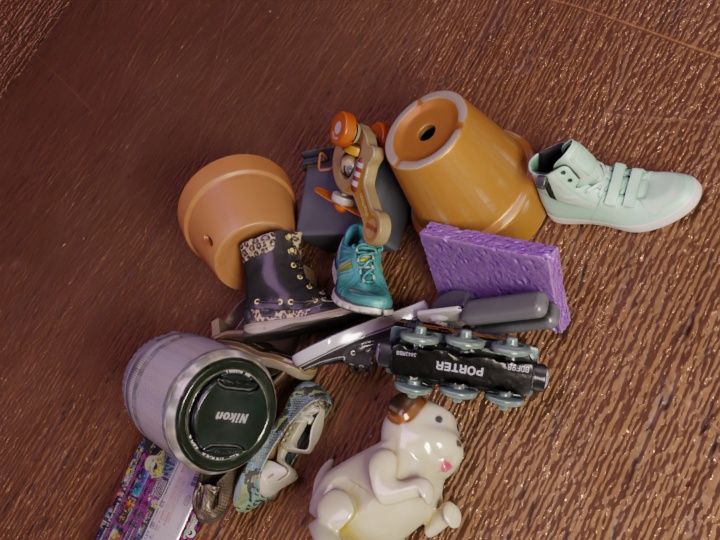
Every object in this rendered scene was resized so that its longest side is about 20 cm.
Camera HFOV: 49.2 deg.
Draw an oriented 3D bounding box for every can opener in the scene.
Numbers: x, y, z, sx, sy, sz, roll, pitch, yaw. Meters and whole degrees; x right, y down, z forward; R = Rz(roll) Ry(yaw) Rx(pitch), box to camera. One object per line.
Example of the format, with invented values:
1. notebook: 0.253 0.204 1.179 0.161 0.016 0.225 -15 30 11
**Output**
1. can opener: 0.151 0.047 0.963 0.199 0.052 0.067 -7 56 48

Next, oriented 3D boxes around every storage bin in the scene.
1. storage bin: -0.013 -0.107 1.207 0.198 0.145 0.136 0 71 40

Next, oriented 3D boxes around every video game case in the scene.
1. video game case: -0.304 0.353 1.182 0.180 0.036 0.202 5 64 40

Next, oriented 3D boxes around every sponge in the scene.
1. sponge: 0.167 0.006 0.985 0.199 0.113 0.030 16 47 44

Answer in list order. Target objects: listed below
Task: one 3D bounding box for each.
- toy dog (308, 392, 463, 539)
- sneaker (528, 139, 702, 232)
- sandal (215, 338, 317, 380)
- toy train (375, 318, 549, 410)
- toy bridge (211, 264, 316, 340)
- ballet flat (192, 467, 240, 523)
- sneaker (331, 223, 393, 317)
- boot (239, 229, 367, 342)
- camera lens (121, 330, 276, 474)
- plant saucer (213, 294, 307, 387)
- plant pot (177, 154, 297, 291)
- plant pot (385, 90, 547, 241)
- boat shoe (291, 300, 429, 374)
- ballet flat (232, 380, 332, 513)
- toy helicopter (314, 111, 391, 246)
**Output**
1. toy dog: 0.043 0.245 0.920 0.201 0.139 0.194 -50 23 -3
2. sneaker: 0.299 -0.108 0.951 0.198 0.118 0.075 0 59 38
3. sandal: -0.145 0.137 1.148 0.198 0.080 0.055 14 92 40
4. toy train: 0.118 0.103 0.919 0.197 0.114 0.087 7 99 8
5. toy bridge: -0.153 0.068 1.226 0.199 0.027 0.068 -31 46 18
6. ballet flat: -0.197 0.264 1.103 0.066 0.047 0.201 -1 30 6
7. sneaker: 0.000 0.000 1.053 0.200 0.076 0.081 -115 36 -61
8. boot: -0.084 0.016 1.153 0.197 0.073 0.153 -13 72 7
9. camera lens: -0.220 0.174 1.064 0.199 0.160 0.161 10 67 52
10. plant saucer: -0.158 0.114 1.239 0.198 0.029 0.202 -21 50 27
11. plant pot: -0.183 -0.064 1.263 0.199 0.200 0.141 -39 45 10
12. plant pot: 0.132 -0.135 1.061 0.198 0.183 0.202 -21 49 26
13. boat shoe: 0.008 0.104 1.057 0.198 0.070 0.067 -21 87 -1
14. ballet flat: -0.102 0.246 1.070 0.074 0.074 0.202 18 74 45
15. toy helicopter: -0.003 -0.109 1.076 0.133 0.078 0.202 -51 42 38
